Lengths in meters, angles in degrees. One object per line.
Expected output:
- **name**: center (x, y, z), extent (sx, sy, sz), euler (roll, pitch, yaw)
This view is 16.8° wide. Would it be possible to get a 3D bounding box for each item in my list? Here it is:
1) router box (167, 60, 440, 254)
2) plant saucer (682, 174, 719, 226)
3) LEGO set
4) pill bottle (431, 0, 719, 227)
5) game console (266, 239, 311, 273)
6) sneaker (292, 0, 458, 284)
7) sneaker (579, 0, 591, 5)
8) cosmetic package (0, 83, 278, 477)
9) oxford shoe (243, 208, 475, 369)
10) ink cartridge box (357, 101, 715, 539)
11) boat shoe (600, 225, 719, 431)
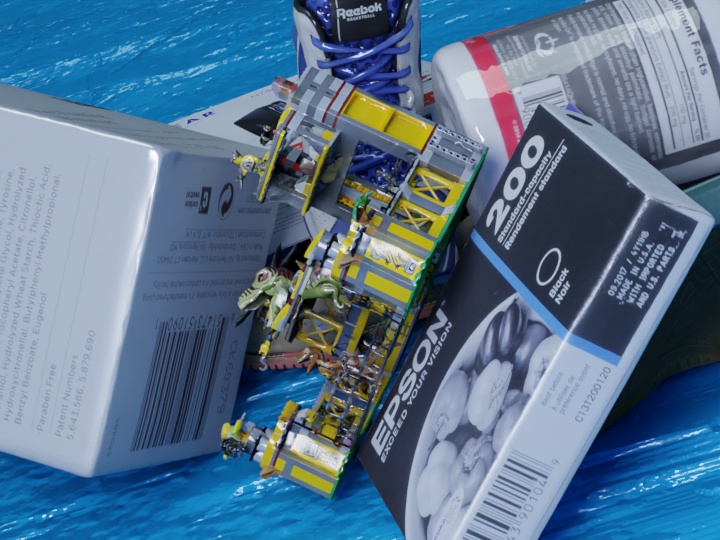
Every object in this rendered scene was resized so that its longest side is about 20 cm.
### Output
- **router box**: center (-0.041, -0.067, 1.425), extent (0.199, 0.049, 0.179), euler (-22, 19, -17)
- **plant saucer**: center (0.188, -0.041, 1.196), extent (0.199, 0.019, 0.070), euler (-21, 3, -39)
- **LEGO set**: center (-0.028, 0.001, 1.180), extent (0.115, 0.201, 0.154), euler (24, 48, 4)
- **pill bottle**: center (0.145, -0.091, 1.272), extent (0.199, 0.111, 0.111), euler (-17, 22, -4)
- **game console**: center (-0.099, -0.010, 1.524), extent (0.199, 0.031, 0.177), euler (-27, 23, -15)
- **sneaker**: center (-0.002, -0.093, 1.280), extent (0.080, 0.201, 0.115), euler (-10, -19, -1)
- **sneaker**: center (0.136, -0.107, 1.452), extent (0.075, 0.106, 0.200), euler (-2, 28, 38)
- **cosmetic package**: center (-0.171, -0.004, 1.249), extent (0.199, 0.166, 0.165), euler (15, 6, 19)
- **oxford shoe**: center (0.000, 0.000, 1.356), extent (0.199, 0.075, 0.071), euler (-17, 22, 7)
- **ink cartridge box**: center (0.067, 0.026, 1.130), extent (0.199, 0.043, 0.200), euler (-62, 20, 10)
- **boat shoe**: center (0.142, 0.016, 1.204), extent (0.199, 0.071, 0.069), euler (-28, 25, -16)
